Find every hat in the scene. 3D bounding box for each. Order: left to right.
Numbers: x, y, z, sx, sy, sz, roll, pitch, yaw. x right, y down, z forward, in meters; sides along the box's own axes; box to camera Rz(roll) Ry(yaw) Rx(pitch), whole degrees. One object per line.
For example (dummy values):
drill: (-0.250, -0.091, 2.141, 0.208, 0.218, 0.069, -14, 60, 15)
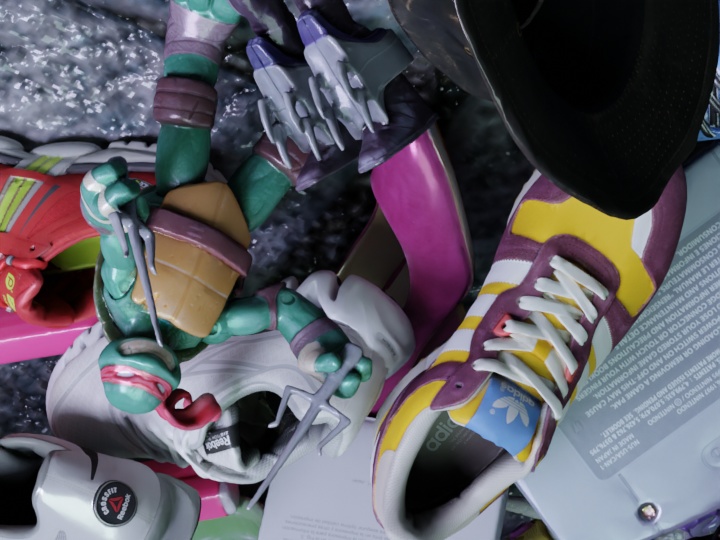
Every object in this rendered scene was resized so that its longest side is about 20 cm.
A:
hat: (0.058, -0.112, 1.019, 0.081, 0.201, 0.201, -8, 136, 33)

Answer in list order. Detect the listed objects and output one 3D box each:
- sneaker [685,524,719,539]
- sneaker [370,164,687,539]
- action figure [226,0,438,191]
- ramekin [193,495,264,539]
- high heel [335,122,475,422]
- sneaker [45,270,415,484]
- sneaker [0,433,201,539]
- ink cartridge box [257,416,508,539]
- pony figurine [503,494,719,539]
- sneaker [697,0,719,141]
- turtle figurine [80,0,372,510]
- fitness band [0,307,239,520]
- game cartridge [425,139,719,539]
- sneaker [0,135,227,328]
sneaker: (0.166, 0.126, 1.151, 0.199, 0.077, 0.084, -23, 138, 1)
sneaker: (0.072, 0.033, 1.106, 0.075, 0.090, 0.200, 28, 111, -9)
action figure: (-0.043, -0.132, 1.041, 0.130, 0.069, 0.200, -21, 103, 46)
ramekin: (-0.078, 0.221, 1.328, 0.200, 0.200, 0.098, -32, 121, 31)
high heel: (0.000, 0.000, 1.201, 0.096, 0.068, 0.200, -12, 147, -4)
sneaker: (-0.071, 0.059, 1.200, 0.199, 0.081, 0.075, -15, 131, 37)
sneaker: (-0.156, 0.109, 1.237, 0.088, 0.074, 0.200, 29, 155, -23)
ink cartridge box: (0.000, 0.167, 1.211, 0.108, 0.201, 0.050, 10, 154, 5)
pony figurine: (0.183, 0.111, 1.259, 0.193, 0.167, 0.200, 35, 118, -10)
sneaker: (0.174, -0.085, 1.091, 0.199, 0.089, 0.079, -17, 131, 23)
turtle figurine: (-0.066, -0.011, 1.107, 0.149, 0.201, 0.100, 30, 157, -36)
fitness band: (-0.129, 0.070, 1.303, 0.199, 0.038, 0.144, -10, 133, 12)
game cartridge: (0.145, 0.032, 1.171, 0.200, 0.040, 0.134, -36, 88, 12)
sneaker: (-0.155, -0.012, 1.189, 0.199, 0.085, 0.077, -4, 134, 8)
